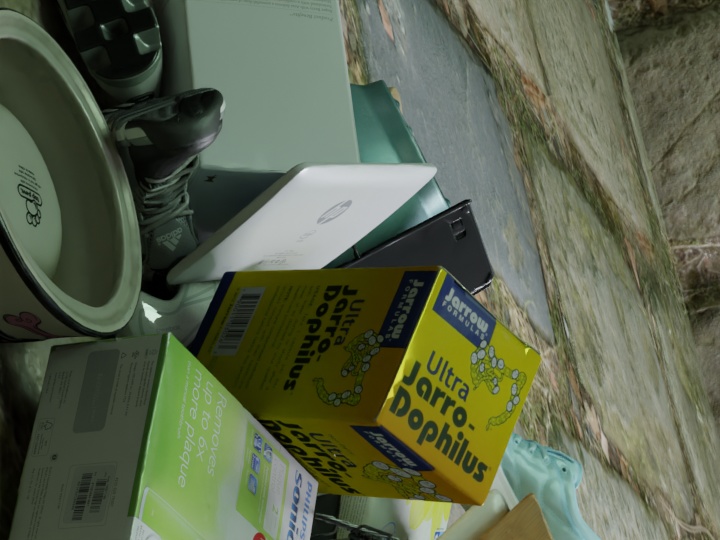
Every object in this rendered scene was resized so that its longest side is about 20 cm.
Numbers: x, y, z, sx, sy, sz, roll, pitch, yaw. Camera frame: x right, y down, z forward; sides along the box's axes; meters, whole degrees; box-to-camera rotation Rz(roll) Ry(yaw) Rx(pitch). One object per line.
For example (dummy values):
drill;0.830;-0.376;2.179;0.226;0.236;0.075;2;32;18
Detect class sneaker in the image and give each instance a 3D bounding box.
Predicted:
sneaker;0.112;0.144;1.624;0.200;0.082;0.074;61;-23;-14
sneaker;-0.122;-0.053;1.456;0.200;0.075;0.116;7;-64;69
sneaker;-0.110;0.025;1.537;0.081;0.075;0.200;56;23;-4
sneaker;-0.183;-0.199;1.578;0.089;0.074;0.200;80;-4;-68

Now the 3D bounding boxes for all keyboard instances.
keyboard;0.000;0.000;1.674;0.021;0.200;0.127;31;-35;59

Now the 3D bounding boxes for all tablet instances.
tablet;-0.036;-0.032;1.519;0.014;0.130;0.200;57;24;13

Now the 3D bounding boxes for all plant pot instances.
plant pot;-0.012;-0.067;1.756;0.201;0.134;0.200;63;4;-7

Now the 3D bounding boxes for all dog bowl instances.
dog bowl;-0.206;-0.047;1.311;0.200;0.074;0.201;-19;90;-74

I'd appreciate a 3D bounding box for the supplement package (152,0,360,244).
supplement package;-0.084;-0.126;1.596;0.120;0.121;0.200;128;-39;-55

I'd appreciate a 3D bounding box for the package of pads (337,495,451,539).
package of pads;0.013;0.174;1.671;0.200;0.068;0.155;19;83;-70

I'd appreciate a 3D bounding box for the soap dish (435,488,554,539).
soap dish;0.058;0.244;1.557;0.081;0.157;0.200;45;-21;11

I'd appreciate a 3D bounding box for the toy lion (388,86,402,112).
toy lion;0.004;-0.031;1.936;0.192;0.068;0.200;-73;156;-55

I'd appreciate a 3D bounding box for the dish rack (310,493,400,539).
dish rack;-0.015;0.222;1.425;0.200;0.054;0.154;-174;-91;-66

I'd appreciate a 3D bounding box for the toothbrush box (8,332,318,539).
toothbrush box;-0.112;0.149;1.326;0.200;0.086;0.146;53;38;-49

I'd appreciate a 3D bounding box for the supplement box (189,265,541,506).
supplement box;-0.007;0.071;1.404;0.109;0.200;0.110;40;63;-35
